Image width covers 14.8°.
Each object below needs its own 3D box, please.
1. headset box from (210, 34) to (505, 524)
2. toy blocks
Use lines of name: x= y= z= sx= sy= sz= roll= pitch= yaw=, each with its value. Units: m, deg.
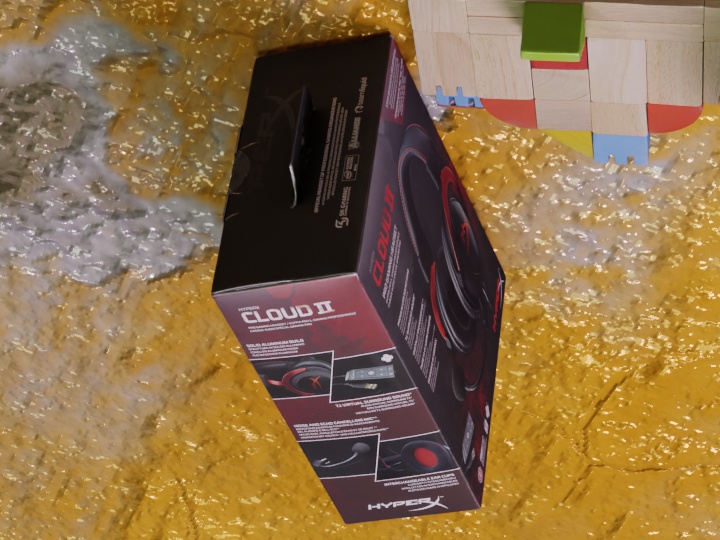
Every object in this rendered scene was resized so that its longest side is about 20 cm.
headset box: x=0.000 y=0.000 z=1.300 sx=0.075 sy=0.149 sz=0.200 roll=-8 pitch=137 yaw=19
toy blocks: x=0.103 y=-0.100 z=1.218 sx=0.199 sy=0.100 sz=0.137 roll=3 pitch=152 yaw=9
